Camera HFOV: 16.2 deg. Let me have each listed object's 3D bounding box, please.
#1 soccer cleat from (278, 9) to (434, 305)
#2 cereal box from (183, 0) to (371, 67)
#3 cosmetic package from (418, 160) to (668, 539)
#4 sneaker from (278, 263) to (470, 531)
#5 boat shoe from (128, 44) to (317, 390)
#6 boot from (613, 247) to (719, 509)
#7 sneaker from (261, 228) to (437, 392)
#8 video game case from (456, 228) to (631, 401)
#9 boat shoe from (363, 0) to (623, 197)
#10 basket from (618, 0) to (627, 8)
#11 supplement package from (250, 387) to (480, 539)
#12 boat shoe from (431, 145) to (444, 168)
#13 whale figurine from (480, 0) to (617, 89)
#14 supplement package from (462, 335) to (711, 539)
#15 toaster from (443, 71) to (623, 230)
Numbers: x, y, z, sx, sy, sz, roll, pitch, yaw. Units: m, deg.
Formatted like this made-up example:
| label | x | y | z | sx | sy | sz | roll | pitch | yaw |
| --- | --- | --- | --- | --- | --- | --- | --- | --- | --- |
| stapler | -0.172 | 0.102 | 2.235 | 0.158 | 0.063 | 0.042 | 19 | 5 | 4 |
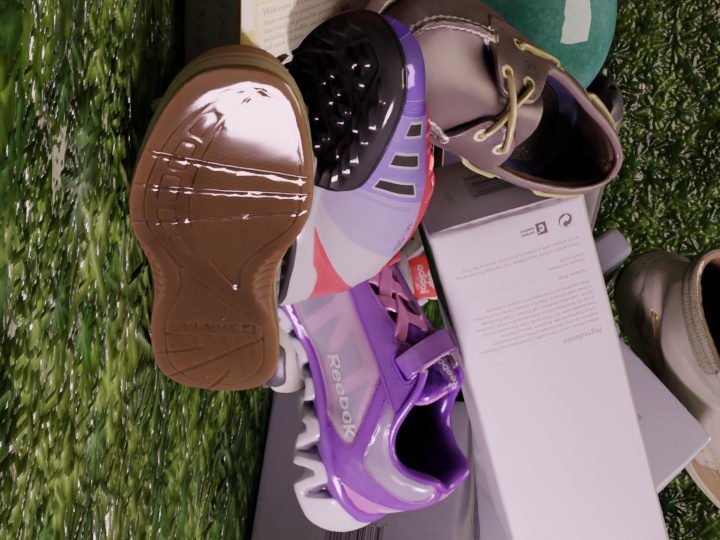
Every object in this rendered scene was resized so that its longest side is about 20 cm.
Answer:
| label | x | y | z | sx | sy | sz | roll | pitch | yaw |
| --- | --- | --- | --- | --- | --- | --- | --- | --- | --- |
| soccer cleat | 0.003 | -0.050 | 1.081 | 0.200 | 0.073 | 0.068 | 116 | -42 | -58 |
| cereal box | -0.016 | -0.177 | 1.095 | 0.144 | 0.039 | 0.201 | -22 | 123 | -46 |
| cosmetic package | 0.092 | 0.046 | 1.313 | 0.108 | 0.085 | 0.201 | -110 | -175 | -72 |
| sneaker | 0.009 | 0.033 | 1.246 | 0.080 | 0.088 | 0.201 | -22 | 106 | -46 |
| boat shoe | -0.057 | -0.029 | 1.040 | 0.200 | 0.073 | 0.063 | 103 | -7 | -52 |
| boot | 0.229 | 0.076 | 1.476 | 0.200 | 0.072 | 0.155 | 60 | -11 | -4 |
| sneaker | 0.000 | 0.000 | 1.347 | 0.200 | 0.093 | 0.071 | -68 | 162 | -61 |
| video game case | 0.070 | 0.064 | 1.564 | 0.200 | 0.022 | 0.182 | -37 | 170 | -17 |
| boat shoe | 0.061 | -0.079 | 1.167 | 0.072 | 0.059 | 0.200 | -60 | 150 | 3 |
| basket | 0.114 | -0.203 | 1.504 | 0.136 | 0.180 | 0.200 | 56 | 32 | -7 |
| supplement package | 0.008 | 0.160 | 1.447 | 0.200 | 0.113 | 0.110 | 80 | 17 | -62 |
| boat shoe | 0.003 | -0.017 | 1.484 | 0.068 | 0.072 | 0.201 | -13 | 119 | -85 |
| whale figurine | 0.048 | -0.158 | 1.276 | 0.200 | 0.104 | 0.159 | 37 | 52 | -26 |
| supplement package | 0.116 | 0.117 | 1.549 | 0.117 | 0.117 | 0.200 | -41 | 172 | -16 |
| toaster | 0.077 | -0.073 | 1.550 | 0.113 | 0.200 | 0.129 | -27 | 138 | -38 |
